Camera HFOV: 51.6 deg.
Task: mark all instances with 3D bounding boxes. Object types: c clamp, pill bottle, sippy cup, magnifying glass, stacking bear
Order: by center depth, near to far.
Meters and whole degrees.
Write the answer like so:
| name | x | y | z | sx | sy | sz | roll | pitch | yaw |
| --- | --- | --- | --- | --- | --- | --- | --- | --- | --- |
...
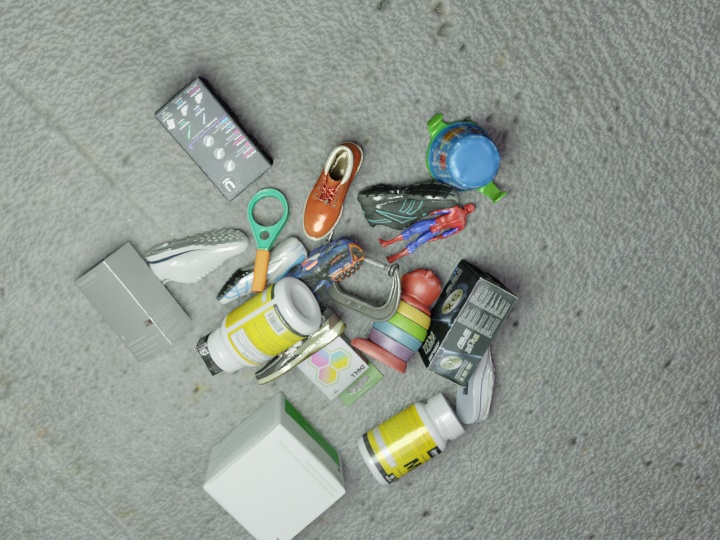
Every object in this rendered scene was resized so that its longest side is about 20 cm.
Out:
| name | x | y | z | sx | sy | sz | roll | pitch | yaw |
| --- | --- | --- | --- | --- | --- | --- | --- | --- | --- |
| pill bottle | -0.178 | 0.104 | 1.351 | 0.200 | 0.113 | 0.113 | -31 | 104 | 24 |
| sippy cup | 0.199 | -0.207 | 1.386 | 0.177 | 0.130 | 0.140 | 11 | 102 | -8 |
| magnifying glass | -0.180 | -0.058 | 1.398 | 0.079 | 0.022 | 0.201 | 3 | 77 | 7 |
| c clamp | 0.000 | 0.000 | 1.420 | 0.199 | 0.027 | 0.172 | 28 | 105 | 25 |
| stacking bear | 0.087 | 0.088 | 1.457 | 0.113 | 0.121 | 0.201 | 28 | 87 | 20 |
| pill bottle | 0.104 | 0.338 | 1.511 | 0.199 | 0.114 | 0.115 | -32 | 104 | 3 |

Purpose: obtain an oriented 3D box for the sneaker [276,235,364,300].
| name | x | y | z | sx | sy | sz | roll | pitch | yaw |
| --- | --- | --- | --- | --- | --- | --- | --- | --- | --- |
| sneaker | -0.084 | 0.004 | 1.402 | 0.199 | 0.079 | 0.075 | -29 | 122 | 7 |

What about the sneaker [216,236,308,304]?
| name | x | y | z | sx | sy | sz | roll | pitch | yaw |
| --- | --- | --- | --- | --- | --- | --- | --- | --- | --- |
| sneaker | -0.188 | 0.013 | 1.436 | 0.199 | 0.072 | 0.073 | -32 | 111 | 6 |

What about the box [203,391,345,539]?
| name | x | y | z | sx | sy | sz | roll | pitch | yaw |
| --- | --- | --- | --- | --- | --- | --- | --- | --- | --- |
| box | -0.167 | 0.394 | 1.471 | 0.200 | 0.171 | 0.199 | -40 | 103 | 5 |

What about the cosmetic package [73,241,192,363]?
| name | x | y | z | sx | sy | sz | roll | pitch | yaw |
| --- | --- | --- | --- | --- | --- | --- | --- | --- | --- |
| cosmetic package | -0.426 | 0.060 | 1.401 | 0.107 | 0.090 | 0.200 | -29 | 107 | 33 |

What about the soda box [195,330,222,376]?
| name | x | y | z | sx | sy | sz | roll | pitch | yaw |
| --- | --- | --- | --- | --- | --- | --- | --- | --- | --- |
| soda box | -0.216 | 0.126 | 1.461 | 0.199 | 0.063 | 0.071 | -27 | 104 | 2 |

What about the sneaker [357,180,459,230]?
| name | x | y | z | sx | sy | sz | roll | pitch | yaw |
| --- | --- | --- | --- | --- | --- | --- | --- | --- | --- |
| sneaker | 0.094 | -0.122 | 1.411 | 0.199 | 0.075 | 0.080 | 1 | 118 | 25 |

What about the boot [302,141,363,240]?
| name | x | y | z | sx | sy | sz | roll | pitch | yaw |
| --- | --- | --- | --- | --- | --- | --- | --- | --- | --- |
| boot | -0.060 | -0.146 | 1.387 | 0.075 | 0.107 | 0.201 | 24 | 101 | 1 |

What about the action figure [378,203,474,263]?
| name | x | y | z | sx | sy | sz | roll | pitch | yaw |
| --- | --- | --- | --- | --- | --- | --- | --- | --- | --- |
| action figure | 0.134 | -0.082 | 1.451 | 0.199 | 0.052 | 0.066 | -25 | 109 | -4 |

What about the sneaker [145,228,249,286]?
| name | x | y | z | sx | sy | sz | roll | pitch | yaw |
| --- | --- | --- | --- | --- | --- | --- | --- | --- | --- |
| sneaker | -0.304 | -0.023 | 1.421 | 0.199 | 0.076 | 0.081 | -12 | 111 | 6 |

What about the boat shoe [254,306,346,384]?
| name | x | y | z | sx | sy | sz | roll | pitch | yaw |
| --- | --- | --- | --- | --- | --- | --- | --- | --- | --- |
| boat shoe | -0.122 | 0.140 | 1.412 | 0.200 | 0.072 | 0.066 | -34 | 93 | 4 |

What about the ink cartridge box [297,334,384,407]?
| name | x | y | z | sx | sy | sz | roll | pitch | yaw |
| --- | --- | --- | --- | --- | --- | --- | --- | --- | --- |
| ink cartridge box | -0.052 | 0.186 | 1.490 | 0.104 | 0.059 | 0.200 | -42 | 103 | 5 |

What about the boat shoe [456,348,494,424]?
| name | x | y | z | sx | sy | sz | roll | pitch | yaw |
| --- | --- | --- | --- | --- | --- | --- | --- | --- | --- |
| boat shoe | 0.240 | 0.212 | 1.525 | 0.065 | 0.073 | 0.201 | 3 | 99 | -36 |

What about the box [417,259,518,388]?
| name | x | y | z | sx | sy | sz | roll | pitch | yaw |
| --- | --- | --- | --- | --- | --- | --- | --- | --- | --- |
| box | 0.197 | 0.098 | 1.439 | 0.086 | 0.164 | 0.201 | 27 | 100 | -11 |

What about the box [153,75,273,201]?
| name | x | y | z | sx | sy | sz | roll | pitch | yaw |
| --- | --- | --- | --- | --- | --- | --- | --- | --- | --- |
| box | -0.259 | -0.237 | 1.343 | 0.106 | 0.122 | 0.200 | -39 | 103 | 4 |
